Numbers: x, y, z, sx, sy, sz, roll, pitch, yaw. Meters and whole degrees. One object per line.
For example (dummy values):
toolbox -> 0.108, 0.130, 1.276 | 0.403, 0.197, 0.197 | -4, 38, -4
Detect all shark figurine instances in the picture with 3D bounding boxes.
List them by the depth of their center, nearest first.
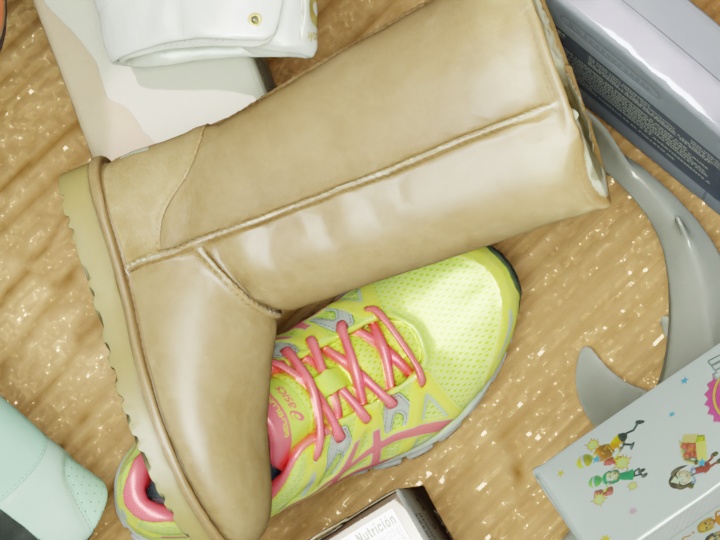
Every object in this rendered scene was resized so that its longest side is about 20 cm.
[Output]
shark figurine -> 0.129, 0.031, 0.990 | 0.127, 0.090, 0.216 | -3, 86, 4

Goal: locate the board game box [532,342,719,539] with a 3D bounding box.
board game box -> 0.187, 0.079, 0.946 | 0.199, 0.148, 0.064 | -35, 43, 1

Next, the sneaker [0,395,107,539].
sneaker -> -0.195, 0.133, 1.017 | 0.118, 0.074, 0.200 | 36, 118, -25

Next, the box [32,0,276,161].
box -> -0.079, -0.080, 1.015 | 0.077, 0.095, 0.201 | -22, 82, 3

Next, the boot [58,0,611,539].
boot -> 0.000, 0.000, 0.911 | 0.199, 0.066, 0.176 | -21, 88, 11

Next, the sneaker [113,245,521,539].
sneaker -> -0.017, 0.056, 0.998 | 0.200, 0.090, 0.078 | -36, 82, 0

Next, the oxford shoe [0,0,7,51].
oxford shoe -> -0.176, -0.140, 1.000 | 0.071, 0.073, 0.201 | -29, 50, 6

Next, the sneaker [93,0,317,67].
sneaker -> -0.017, -0.142, 0.940 | 0.199, 0.074, 0.116 | -18, 85, 11

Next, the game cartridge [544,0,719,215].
game cartridge -> 0.110, -0.088, 0.977 | 0.200, 0.133, 0.042 | 40, 81, 7

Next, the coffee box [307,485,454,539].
coffee box -> 0.039, 0.192, 0.969 | 0.079, 0.114, 0.201 | -31, 82, 3
